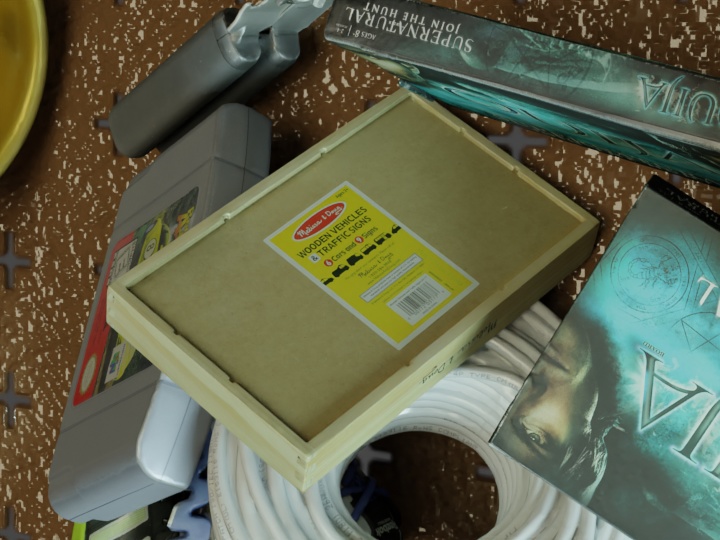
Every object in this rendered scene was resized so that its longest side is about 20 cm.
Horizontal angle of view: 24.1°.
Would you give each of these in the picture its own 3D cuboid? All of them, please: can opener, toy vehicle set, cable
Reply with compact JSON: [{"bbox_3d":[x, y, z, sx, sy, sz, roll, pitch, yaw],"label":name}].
[{"bbox_3d":[-0.064,-0.128,0.855,0.200,0.053,0.067,-33,73,42],"label":"can opener"},{"bbox_3d":[0.000,0.000,0.771,0.124,0.200,0.027,39,145,23],"label":"toy vehicle set"},{"bbox_3d":[0.031,0.098,0.772,0.200,0.200,0.069,35,155,17],"label":"cable"}]

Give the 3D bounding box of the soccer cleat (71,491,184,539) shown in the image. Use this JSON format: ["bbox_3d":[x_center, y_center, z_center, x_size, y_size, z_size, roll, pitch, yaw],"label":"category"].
[{"bbox_3d":[-0.121,0.130,0.935,0.081,0.068,0.201,11,98,6],"label":"soccer cleat"}]

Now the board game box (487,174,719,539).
[{"bbox_3d":[0.169,0.071,0.691,0.200,0.028,0.136,33,111,9],"label":"board game box"}]

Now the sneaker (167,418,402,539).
[{"bbox_3d":[-0.029,0.098,0.869,0.115,0.081,0.201,11,94,16],"label":"sneaker"}]

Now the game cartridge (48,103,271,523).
[{"bbox_3d":[-0.098,0.019,0.842,0.133,0.041,0.201,-25,48,51],"label":"game cartridge"}]

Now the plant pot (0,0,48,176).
[{"bbox_3d":[-0.309,-0.137,0.950,0.188,0.200,0.202,25,108,42],"label":"plant pot"}]

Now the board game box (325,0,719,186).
[{"bbox_3d":[0.099,-0.072,0.723,0.199,0.135,0.028,20,91,28],"label":"board game box"}]
